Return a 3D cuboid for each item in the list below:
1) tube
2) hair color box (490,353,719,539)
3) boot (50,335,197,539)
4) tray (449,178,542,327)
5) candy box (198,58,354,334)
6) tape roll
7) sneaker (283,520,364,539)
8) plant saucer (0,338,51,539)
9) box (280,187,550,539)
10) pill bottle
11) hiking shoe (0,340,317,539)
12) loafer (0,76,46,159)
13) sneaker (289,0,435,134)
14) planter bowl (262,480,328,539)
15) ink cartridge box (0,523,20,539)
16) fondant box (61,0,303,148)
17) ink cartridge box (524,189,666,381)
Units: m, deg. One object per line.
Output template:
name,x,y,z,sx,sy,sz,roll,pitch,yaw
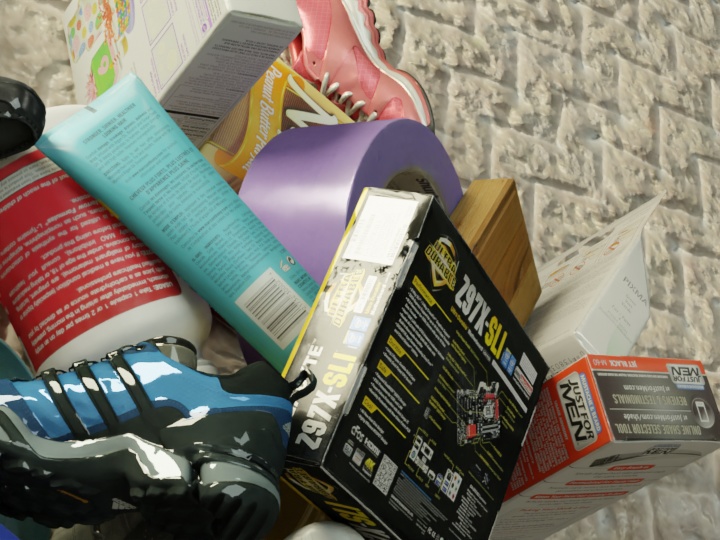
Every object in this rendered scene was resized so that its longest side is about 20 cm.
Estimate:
tube,-0.093,-0.025,0.754,0.200,0.050,0.077,46,57,1
hair color box,0.134,0.127,0.878,0.111,0.200,0.064,6,59,-36
boot,-0.146,0.134,0.691,0.068,0.200,0.131,41,14,-48
tray,0.072,0.030,0.880,0.200,0.037,0.099,-56,136,-49
candy box,-0.071,-0.056,0.941,0.115,0.055,0.200,39,46,-13
tape roll,0.000,0.000,0.872,0.200,0.085,0.200,8,82,-63
sneaker,-0.028,0.217,0.732,0.078,0.200,0.099,21,24,16
plant saucer,-0.232,0.121,0.656,0.200,0.027,0.200,-16,108,-59
box,0.033,0.075,0.727,0.200,0.049,0.160,50,54,-49
pill bottle,-0.161,0.009,0.791,0.112,0.112,0.200,-16,73,-43
hiking shoe,-0.126,0.075,0.624,0.200,0.074,0.087,10,52,10
loafer,-0.272,-0.059,0.723,0.200,0.068,0.070,-11,60,3
sneaker,-0.014,-0.149,1.052,0.087,0.074,0.200,-19,71,-29
planter bowl,-0.061,0.135,0.770,0.083,0.201,0.200,27,39,24
ink cartridge box,-0.159,0.179,0.578,0.200,0.044,0.094,39,31,2
fondant box,-0.127,-0.166,0.868,0.058,0.200,0.144,4,60,-38
ink cartridge box,0.155,0.037,0.980,0.050,0.161,0.200,50,45,-5
